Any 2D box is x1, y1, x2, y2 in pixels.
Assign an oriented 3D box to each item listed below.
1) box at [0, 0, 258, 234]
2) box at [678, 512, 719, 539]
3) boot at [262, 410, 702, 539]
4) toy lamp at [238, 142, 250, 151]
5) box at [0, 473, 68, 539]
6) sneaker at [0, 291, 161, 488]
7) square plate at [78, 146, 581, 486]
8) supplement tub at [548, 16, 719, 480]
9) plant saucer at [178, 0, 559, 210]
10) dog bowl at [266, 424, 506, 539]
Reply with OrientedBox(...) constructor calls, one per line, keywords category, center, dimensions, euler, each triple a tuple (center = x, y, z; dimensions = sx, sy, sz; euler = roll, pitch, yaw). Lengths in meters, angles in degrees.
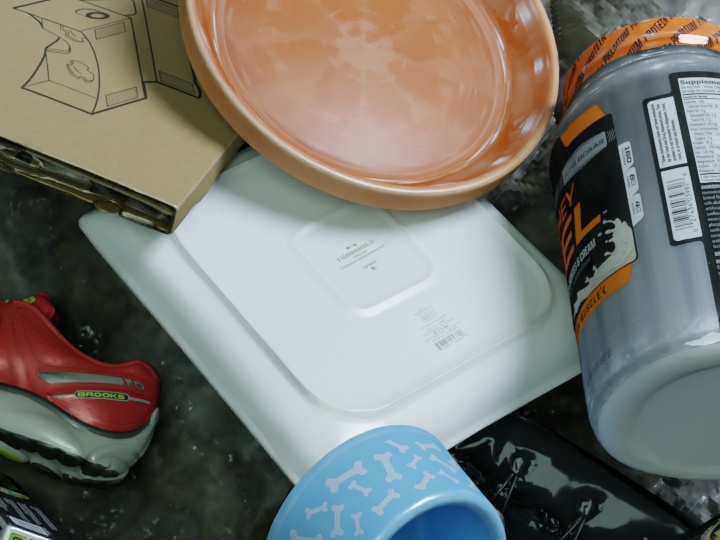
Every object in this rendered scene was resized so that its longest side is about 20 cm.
OrientedBox(category="box", center=(-0.126, -0.102, 0.992), dimensions=(0.162, 0.200, 0.021), euler=(21, 127, 8))
OrientedBox(category="box", center=(0.155, 0.161, 0.847), dimensions=(0.161, 0.200, 0.049), euler=(-35, 96, 0))
OrientedBox(category="boot", center=(0.060, 0.147, 0.988), dimensions=(0.199, 0.066, 0.165), euler=(32, 113, -4))
OrientedBox(category="toy lamp", center=(0.000, -0.005, 1.018), dimensions=(0.200, 0.058, 0.058), euler=(38, 89, 11))
OrientedBox(category="box", center=(-0.188, 0.160, 0.956), dimensions=(0.035, 0.200, 0.111), euler=(22, 87, -18))
OrientedBox(category="sneaker", center=(-0.195, 0.045, 1.043), dimensions=(0.199, 0.077, 0.085), euler=(23, 66, 9))
OrientedBox(category="square plate", center=(0.000, 0.000, 0.956), dimensions=(0.199, 0.029, 0.198), euler=(-27, 62, -33))
OrientedBox(category="supplement tub", center=(0.155, -0.014, 0.935), dimensions=(0.122, 0.123, 0.201), euler=(-10, 53, 7))
OrientedBox(category="plant saucer", center=(0.004, -0.116, 0.997), dimensions=(0.199, 0.032, 0.202), euler=(11, 56, -17))
OrientedBox(category="dog bowl", center=(0.019, 0.167, 0.891), dimensions=(0.111, 0.201, 0.049), euler=(-25, 34, -29))
